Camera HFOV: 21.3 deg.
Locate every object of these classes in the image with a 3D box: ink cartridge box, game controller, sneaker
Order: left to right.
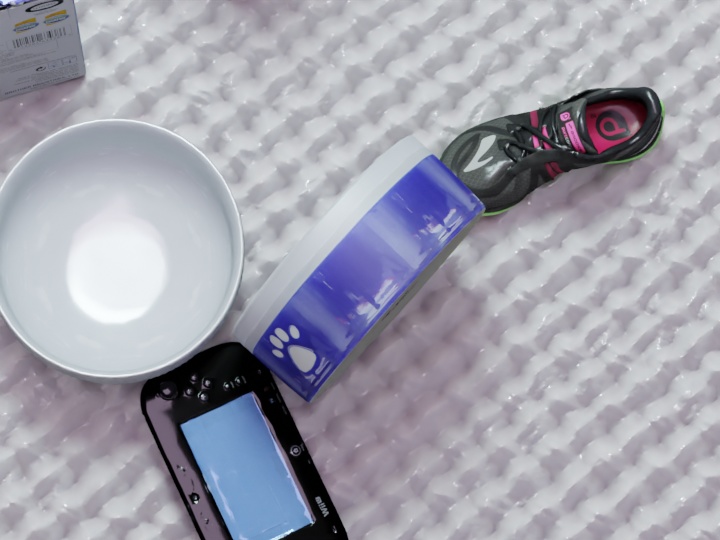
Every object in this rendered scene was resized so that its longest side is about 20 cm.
[{"bbox_3d":[-0.284,-0.197,1.445,0.135,0.200,0.077,-17,78,-9],"label":"ink cartridge box"},{"bbox_3d":[-0.087,0.155,1.455,0.104,0.042,0.201,-25,80,-10],"label":"game controller"},{"bbox_3d":[0.149,-0.105,1.515,0.199,0.084,0.077,-23,78,-10],"label":"sneaker"}]

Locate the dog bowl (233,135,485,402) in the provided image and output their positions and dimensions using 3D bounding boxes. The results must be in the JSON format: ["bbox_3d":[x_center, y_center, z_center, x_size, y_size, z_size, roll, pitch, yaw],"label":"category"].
[{"bbox_3d":[0.000,0.000,1.418,0.079,0.200,0.200,42,77,4],"label":"dog bowl"}]

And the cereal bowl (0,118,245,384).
[{"bbox_3d":[-0.186,-0.009,1.466,0.198,0.083,0.202,1,76,-4],"label":"cereal bowl"}]
